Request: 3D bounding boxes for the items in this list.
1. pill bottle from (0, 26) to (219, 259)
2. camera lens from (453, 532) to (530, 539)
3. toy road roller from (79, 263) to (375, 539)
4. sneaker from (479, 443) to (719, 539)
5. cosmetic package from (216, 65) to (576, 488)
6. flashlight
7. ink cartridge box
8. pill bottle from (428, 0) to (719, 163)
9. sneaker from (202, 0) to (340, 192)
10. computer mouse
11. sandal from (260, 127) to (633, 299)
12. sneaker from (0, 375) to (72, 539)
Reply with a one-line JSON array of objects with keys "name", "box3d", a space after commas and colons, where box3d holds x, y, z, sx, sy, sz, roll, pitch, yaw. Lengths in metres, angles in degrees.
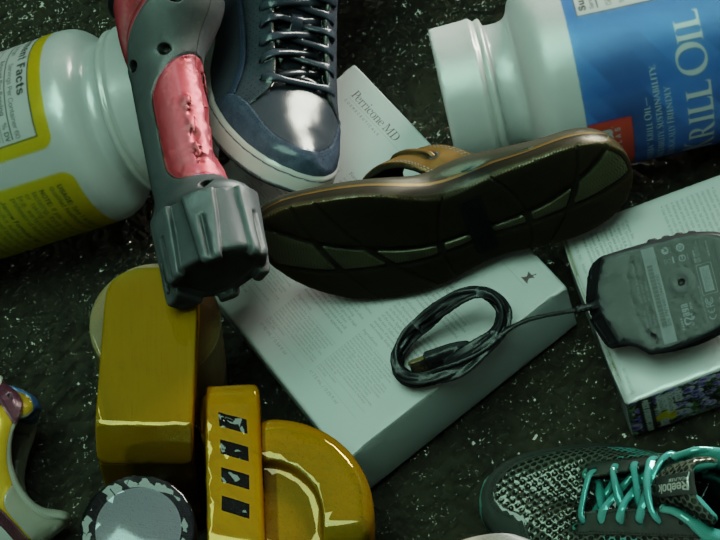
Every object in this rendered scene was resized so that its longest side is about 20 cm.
[{"name": "pill bottle", "box3d": [-0.190, -0.072, 1.122, 0.199, 0.114, 0.115, -16, 60, 16]}, {"name": "camera lens", "box3d": [0.067, 0.234, 0.880, 0.160, 0.160, 0.200, -35, 60, -4]}, {"name": "toy road roller", "box3d": [-0.067, 0.101, 1.014, 0.145, 0.123, 0.201, -2, 62, -2]}, {"name": "sneaker", "box3d": [0.153, 0.112, 0.959, 0.199, 0.091, 0.078, 3, 63, 17]}, {"name": "cosmetic package", "box3d": [0.000, 0.000, 1.082, 0.151, 0.052, 0.200, -38, 60, -5]}, {"name": "flashlight", "box3d": [-0.087, -0.085, 1.006, 0.068, 0.068, 0.201, -10, 62, -10]}, {"name": "ink cartridge box", "box3d": [0.218, 0.001, 1.024, 0.199, 0.050, 0.109, -20, 60, 4]}, {"name": "pill bottle", "box3d": [0.142, -0.113, 1.060, 0.199, 0.112, 0.113, -14, 60, 4]}, {"name": "sneaker", "box3d": [-0.034, -0.150, 1.060, 0.077, 0.147, 0.203, 10, 39, -24]}, {"name": "computer mouse", "box3d": [0.111, 0.024, 0.998, 0.199, 0.034, 0.059, -13, 77, 14]}, {"name": "sandal", "box3d": [0.042, -0.040, 1.023, 0.199, 0.082, 0.055, -18, 44, 6]}, {"name": "sneaker", "box3d": [-0.228, 0.070, 1.085, 0.090, 0.075, 0.201, -23, 82, -1]}]
